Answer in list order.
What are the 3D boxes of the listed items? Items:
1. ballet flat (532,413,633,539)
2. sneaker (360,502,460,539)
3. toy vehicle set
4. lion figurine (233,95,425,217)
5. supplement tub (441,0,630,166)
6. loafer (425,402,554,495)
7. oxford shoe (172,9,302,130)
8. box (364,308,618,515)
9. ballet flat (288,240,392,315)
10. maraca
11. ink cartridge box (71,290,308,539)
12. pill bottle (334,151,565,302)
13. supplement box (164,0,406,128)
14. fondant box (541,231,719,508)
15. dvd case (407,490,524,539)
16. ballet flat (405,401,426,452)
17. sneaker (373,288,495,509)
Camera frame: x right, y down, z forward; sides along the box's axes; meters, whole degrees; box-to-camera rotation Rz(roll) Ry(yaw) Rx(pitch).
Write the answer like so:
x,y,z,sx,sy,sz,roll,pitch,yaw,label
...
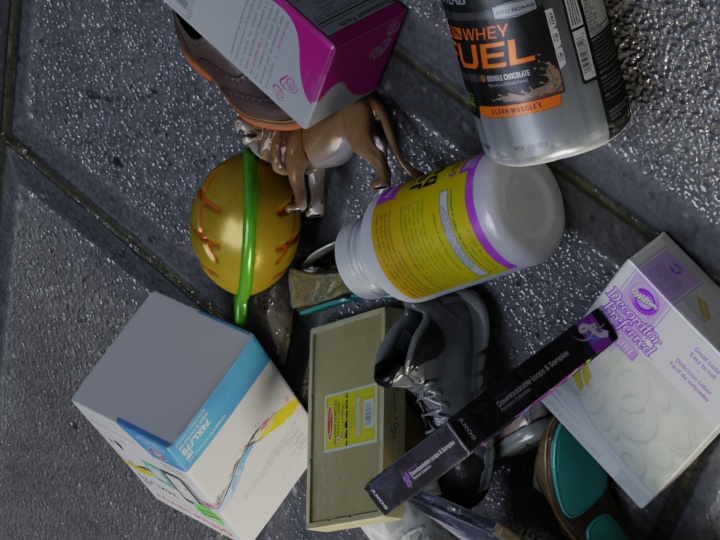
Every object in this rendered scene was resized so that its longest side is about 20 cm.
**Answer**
x,y,z,sx,sy,sz,roll,pitch,yaw,label
0.196,0.210,1.746,0.072,0.068,0.201,11,134,58,ballet flat
0.076,0.281,1.850,0.200,0.076,0.115,44,-175,-13,sneaker
-0.005,0.144,1.855,0.124,0.026,0.201,-17,67,52,toy vehicle set
-0.024,-0.120,1.760,0.199,0.072,0.123,-10,80,35,lion figurine
0.130,-0.192,1.495,0.122,0.122,0.201,2,116,46,supplement tub
0.111,0.156,1.805,0.200,0.072,0.063,-34,72,45,loafer
-0.108,-0.191,1.762,0.200,0.071,0.073,34,164,37,oxford shoe
0.107,0.116,1.576,0.036,0.200,0.143,54,142,7,box
0.000,0.000,1.816,0.199,0.071,0.071,-10,107,49,ballet flat
-0.112,-0.031,1.874,0.106,0.138,0.200,4,145,-5,maraca
-0.160,0.152,1.966,0.146,0.146,0.200,21,156,37,ink cartridge box
0.071,-0.033,1.661,0.199,0.104,0.105,-19,101,42,pill bottle
-0.072,-0.236,1.698,0.200,0.103,0.101,44,139,18,supplement box
0.244,0.086,1.614,0.144,0.058,0.200,47,139,14,fondant box
0.127,0.252,1.770,0.148,0.016,0.200,18,165,47,dvd case
0.042,0.224,1.918,0.068,0.063,0.201,10,122,45,ballet flat
0.057,0.117,1.730,0.075,0.115,0.201,-2,90,48,sneaker
